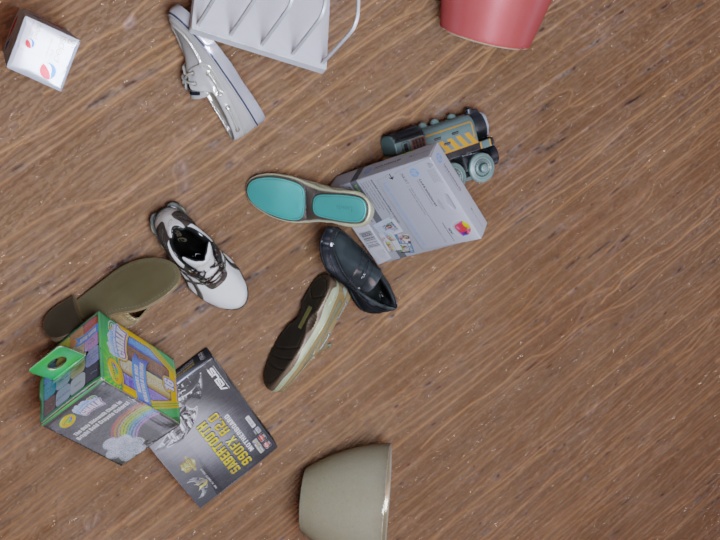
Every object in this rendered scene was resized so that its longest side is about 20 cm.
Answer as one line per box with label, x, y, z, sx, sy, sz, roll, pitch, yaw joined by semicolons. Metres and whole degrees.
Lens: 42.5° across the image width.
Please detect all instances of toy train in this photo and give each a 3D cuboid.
toy train;0.123;-0.179;1.441;0.196;0.085;0.116;-20;104;-16

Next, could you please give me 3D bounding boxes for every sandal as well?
sandal;-0.348;0.051;1.337;0.208;0.079;0.070;-25;153;-2

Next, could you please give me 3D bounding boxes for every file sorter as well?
file sorter;-0.110;-0.377;1.222;0.196;0.124;0.142;11;69;-25

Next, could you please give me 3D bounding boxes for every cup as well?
cup;-0.025;0.380;1.514;0.140;0.201;0.205;4;107;4

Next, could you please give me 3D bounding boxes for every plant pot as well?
plant pot;0.202;-0.427;1.339;0.196;0.201;0.181;3;115;-23

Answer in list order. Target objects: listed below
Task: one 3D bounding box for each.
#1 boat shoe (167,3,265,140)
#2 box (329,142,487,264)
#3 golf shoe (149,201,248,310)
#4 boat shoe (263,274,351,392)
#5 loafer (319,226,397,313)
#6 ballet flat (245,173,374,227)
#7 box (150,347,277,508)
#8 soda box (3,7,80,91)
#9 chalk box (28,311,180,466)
boat shoe;-0.212;-0.267;1.279;0.070;0.071;0.201;-40;124;-8
box;0.068;-0.096;1.389;0.157;0.197;0.042;53;45;-26
golf shoe;-0.229;-0.005;1.342;0.078;0.094;0.201;-44;119;-5
boat shoe;-0.076;0.110;1.459;0.076;0.071;0.202;30;94;-39
loafer;0.000;0.000;1.418;0.201;0.069;0.069;54;52;-47
ballet flat;-0.072;-0.103;1.379;0.196;0.069;0.071;14;104;10
box;-0.245;0.246;1.441;0.157;0.048;0.202;-36;116;-9
soda box;-0.391;-0.272;1.126;0.067;0.200;0.065;21;98;-27
chalk box;-0.363;0.156;1.282;0.123;0.125;0.200;-33;133;15
